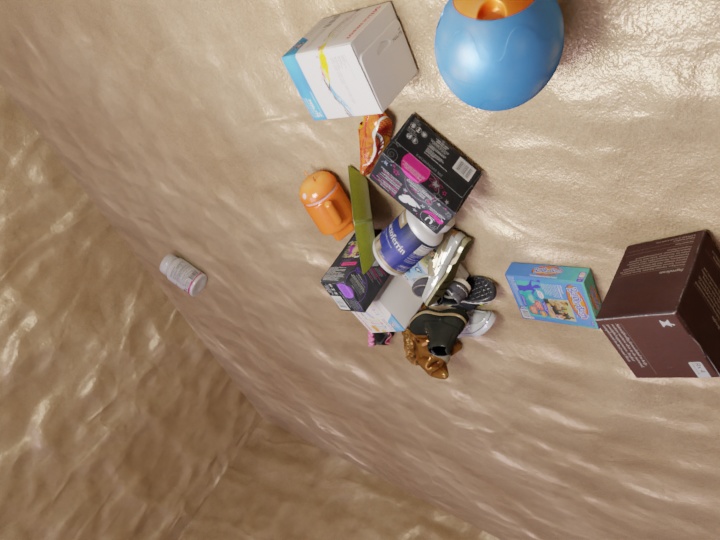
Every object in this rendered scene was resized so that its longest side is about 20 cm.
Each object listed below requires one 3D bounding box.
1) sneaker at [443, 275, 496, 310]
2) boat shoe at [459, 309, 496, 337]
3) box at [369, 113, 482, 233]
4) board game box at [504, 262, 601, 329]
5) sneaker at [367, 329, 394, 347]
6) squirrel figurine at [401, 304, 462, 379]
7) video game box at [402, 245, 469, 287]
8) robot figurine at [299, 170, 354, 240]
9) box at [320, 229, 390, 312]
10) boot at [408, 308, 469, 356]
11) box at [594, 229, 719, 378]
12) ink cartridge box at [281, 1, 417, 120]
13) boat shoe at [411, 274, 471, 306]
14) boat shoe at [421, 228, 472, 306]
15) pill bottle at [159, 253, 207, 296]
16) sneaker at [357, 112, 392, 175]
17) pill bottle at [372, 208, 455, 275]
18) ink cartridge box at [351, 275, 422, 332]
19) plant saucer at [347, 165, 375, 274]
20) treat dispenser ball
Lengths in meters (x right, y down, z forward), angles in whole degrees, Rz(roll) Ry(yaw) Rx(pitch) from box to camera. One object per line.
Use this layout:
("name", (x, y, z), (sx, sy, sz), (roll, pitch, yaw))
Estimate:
("sneaker", (0.295, 0.065, 1.608), (0.081, 0.074, 0.198), (25, 162, -31))
("boat shoe", (0.296, 0.141, 1.686), (0.065, 0.075, 0.199), (38, 151, -11))
("box", (0.138, -0.206, 1.308), (0.198, 0.133, 0.115), (39, 155, -2))
("board game box", (0.450, 0.057, 1.413), (0.196, 0.045, 0.154), (8, 139, 44))
("sneaker", (0.070, 0.192, 2.046), (0.092, 0.081, 0.202), (7, 146, 8))
("squirrel figurine", (0.189, 0.202, 1.839), (0.196, 0.142, 0.190), (1, 129, 45))
("video game box", (0.166, -0.029, 1.623), (0.183, 0.047, 0.198), (47, 150, -20))
("robot figurine", (-0.091, -0.179, 1.632), (0.114, 0.146, 0.202), (-14, 125, 30))
("box", (0.000, 0.000, 1.693), (0.104, 0.202, 0.123), (2, 137, 47))
("boot", (0.187, 0.176, 1.654), (0.197, 0.139, 0.078), (-20, 118, 47))
("box", (0.570, 0.065, 1.121), (0.166, 0.202, 0.163), (47, 151, -18))
("ink cartridge box", (-0.020, -0.403, 1.191), (0.196, 0.148, 0.148), (8, 140, 43))
("boat shoe", (0.199, 0.059, 1.599), (0.197, 0.063, 0.073), (-3, 136, 51))
("boat shoe", (0.201, -0.009, 1.507), (0.068, 0.074, 0.203), (37, 110, 23))
("pill bottle", (-0.802, 0.016, 2.751), (0.197, 0.114, 0.114), (33, 152, 11))
("sneaker", (0.027, -0.298, 1.393), (0.078, 0.072, 0.202), (51, 153, 21))
("pill bottle", (0.127, -0.087, 1.455), (0.115, 0.117, 0.200), (41, 127, -9))
("ink cartridge box", (0.066, 0.099, 1.838), (0.129, 0.126, 0.198), (47, 150, -19))
("plant saucer", (0.009, -0.131, 1.556), (0.046, 0.204, 0.203), (-8, 142, 2))
("treat dispenser ball", (0.212, -0.352, 0.936), (0.197, 0.203, 0.203), (28, 151, 17))
